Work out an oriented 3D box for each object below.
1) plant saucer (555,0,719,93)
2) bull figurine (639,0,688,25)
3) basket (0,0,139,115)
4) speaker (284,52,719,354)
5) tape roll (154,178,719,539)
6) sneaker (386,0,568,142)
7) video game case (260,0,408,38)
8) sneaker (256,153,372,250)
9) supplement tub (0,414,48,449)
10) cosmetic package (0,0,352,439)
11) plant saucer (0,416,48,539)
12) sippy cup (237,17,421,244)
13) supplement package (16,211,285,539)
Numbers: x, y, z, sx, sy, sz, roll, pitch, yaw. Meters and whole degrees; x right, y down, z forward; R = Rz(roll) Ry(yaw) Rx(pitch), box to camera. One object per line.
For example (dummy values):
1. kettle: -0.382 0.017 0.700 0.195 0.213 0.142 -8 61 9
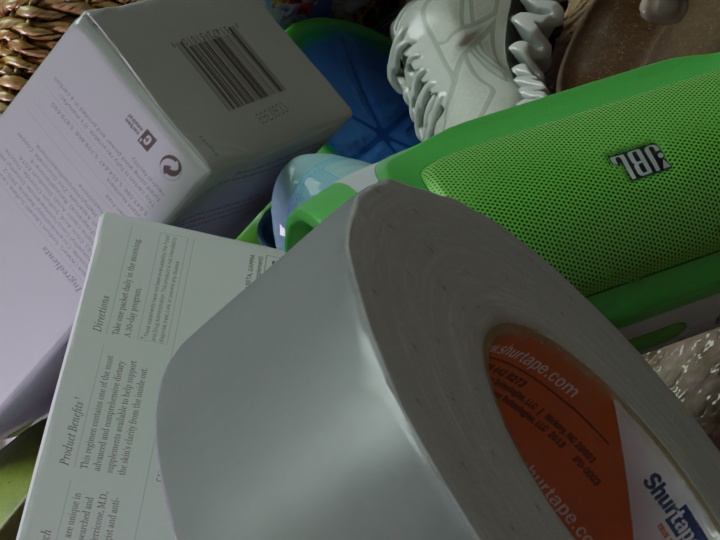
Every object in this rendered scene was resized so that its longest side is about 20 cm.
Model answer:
1. plant saucer: 0.172 -0.128 0.871 0.200 0.037 0.200 -41 19 17
2. bull figurine: 0.182 -0.174 0.791 0.200 0.065 0.121 -46 23 12
3. basket: -0.122 -0.087 1.126 0.143 0.200 0.149 -131 58 -74
4. speaker: 0.081 -0.015 0.639 0.200 0.089 0.088 -18 12 -17
5. tape roll: 0.043 0.074 0.492 0.066 0.200 0.200 -40 20 19
6. sneaker: 0.047 -0.082 0.923 0.200 0.081 0.075 -77 8 -53
7. video game case: 0.018 -0.141 1.003 0.143 0.200 0.018 -36 61 -6
8. sneaker: 0.000 0.000 0.812 0.074 0.082 0.200 -48 -13 -16
9. supplement tub: -0.177 0.077 1.055 0.144 0.144 0.200 -41 19 19
10. cosmetic package: -0.109 -0.018 0.789 0.200 0.081 0.113 -43 -7 30
11. plant saucer: -0.162 0.134 0.852 0.200 0.031 0.200 -55 -9 -13
12. sippy cup: -0.019 -0.031 0.968 0.130 0.178 0.140 -48 53 34
13. supplement package: -0.062 0.108 0.669 0.200 0.111 0.156 -84 9 -52
